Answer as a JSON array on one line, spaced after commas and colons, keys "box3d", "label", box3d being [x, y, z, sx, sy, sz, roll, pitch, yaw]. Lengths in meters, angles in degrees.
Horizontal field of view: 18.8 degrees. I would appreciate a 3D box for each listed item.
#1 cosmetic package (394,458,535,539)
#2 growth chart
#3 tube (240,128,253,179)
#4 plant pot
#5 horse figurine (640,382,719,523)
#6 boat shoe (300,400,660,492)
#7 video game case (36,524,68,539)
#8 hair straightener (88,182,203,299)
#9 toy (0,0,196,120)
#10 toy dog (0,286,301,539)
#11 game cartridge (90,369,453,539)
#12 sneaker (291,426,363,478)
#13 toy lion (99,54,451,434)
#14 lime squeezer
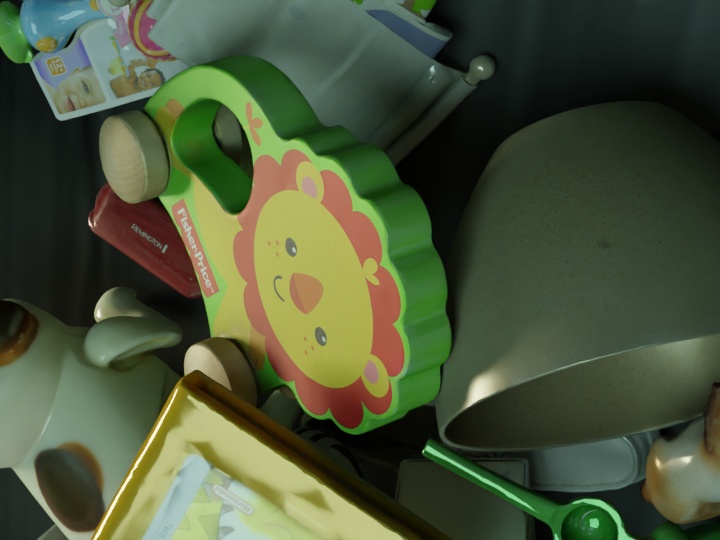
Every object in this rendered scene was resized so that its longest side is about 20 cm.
[{"box3d": [0.061, 0.202, 1.182, 0.071, 0.105, 0.200, -1, 135, 8], "label": "cosmetic package"}, {"box3d": [-0.029, -0.127, 1.111, 0.200, 0.018, 0.145, 38, 125, -22], "label": "growth chart"}, {"box3d": [0.000, 0.000, 1.173, 0.200, 0.058, 0.052, 38, 155, 8], "label": "tube"}, {"box3d": [0.122, -0.003, 1.058, 0.200, 0.200, 0.135, -23, 71, 32], "label": "plant pot"}, {"box3d": [0.193, 0.084, 1.073, 0.200, 0.132, 0.050, -46, 60, 58], "label": "horse figurine"}, {"box3d": [0.062, 0.095, 1.188, 0.199, 0.069, 0.071, 6, 118, 22], "label": "boat shoe"}, {"box3d": [-0.122, 0.212, 1.266, 0.199, 0.181, 0.026, 18, 113, 15], "label": "video game case"}, {"box3d": [-0.055, 0.009, 1.203, 0.200, 0.077, 0.041, 28, 97, 24], "label": "hair straightener"}, {"box3d": [-0.112, -0.147, 1.157, 0.199, 0.047, 0.115, -12, 112, 30], "label": "toy"}, {"box3d": [-0.161, 0.095, 1.224, 0.200, 0.194, 0.140, 32, 134, -4], "label": "toy dog"}, {"box3d": [-0.059, 0.177, 1.082, 0.176, 0.032, 0.200, 33, 111, 7], "label": "game cartridge"}, {"box3d": [-0.033, 0.188, 1.199, 0.074, 0.087, 0.201, 13, 124, 49], "label": "sneaker"}, {"box3d": [-0.034, -0.014, 1.060, 0.192, 0.069, 0.201, -29, 81, 55], "label": "toy lion"}, {"box3d": [0.127, 0.126, 1.111, 0.200, 0.071, 0.038, 18, 124, -30], "label": "lime squeezer"}]
